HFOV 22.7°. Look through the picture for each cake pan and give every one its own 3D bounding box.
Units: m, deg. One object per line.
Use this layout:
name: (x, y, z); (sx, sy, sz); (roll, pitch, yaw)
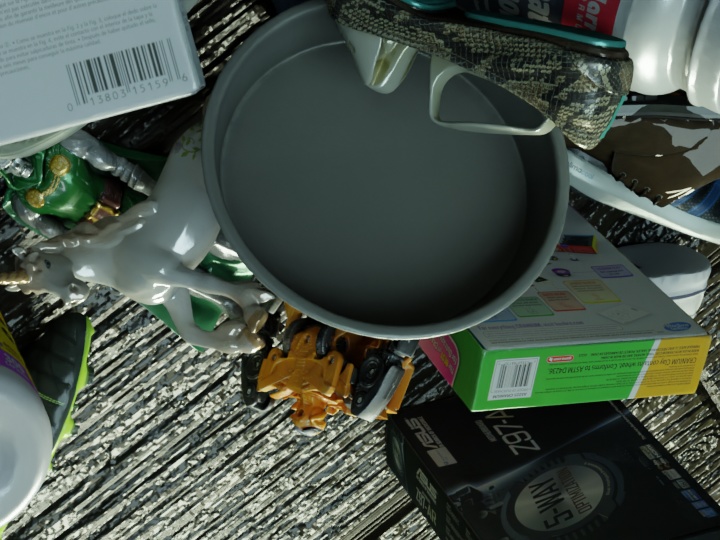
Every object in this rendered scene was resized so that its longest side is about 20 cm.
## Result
cake pan: (0.012, -0.053, 0.961); (0.199, 0.201, 0.037); (-15, 163, -17)

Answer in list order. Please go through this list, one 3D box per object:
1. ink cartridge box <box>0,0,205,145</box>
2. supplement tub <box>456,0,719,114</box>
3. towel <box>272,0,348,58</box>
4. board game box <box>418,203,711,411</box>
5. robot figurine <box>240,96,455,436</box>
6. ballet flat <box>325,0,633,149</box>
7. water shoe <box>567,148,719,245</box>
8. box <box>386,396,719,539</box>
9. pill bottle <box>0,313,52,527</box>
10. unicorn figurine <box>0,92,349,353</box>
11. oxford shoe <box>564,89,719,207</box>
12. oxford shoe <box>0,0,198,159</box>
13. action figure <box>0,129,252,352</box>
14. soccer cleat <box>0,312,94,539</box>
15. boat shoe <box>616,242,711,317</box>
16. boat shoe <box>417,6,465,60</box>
ink cartridge box: (-0.198, -0.152, 0.925); (0.199, 0.044, 0.175); (-14, 99, 2)
supplement tub: (0.133, -0.180, 0.957); (0.140, 0.199, 0.141); (-47, 155, -31)
towel: (-0.021, -0.218, 0.988); (0.112, 0.048, 0.201); (-38, 131, -23)
board game box: (0.094, 0.011, 1.089); (0.152, 0.200, 0.041); (-2, 119, -24)
robot figurine: (0.000, 0.000, 1.030); (0.058, 0.145, 0.201); (25, 74, -40)
ballet flat: (0.043, -0.114, 0.926); (0.068, 0.199, 0.076); (-15, 127, -61)
water shoe: (0.206, -0.072, 1.175); (0.199, 0.072, 0.079); (14, 109, -31)
box: (0.126, 0.146, 1.181); (0.159, 0.200, 0.044); (-11, 121, -19)
pill bottle: (-0.235, 0.050, 0.955); (0.104, 0.200, 0.105); (-12, 122, -19)
unicorn figurine: (-0.100, -0.019, 0.991); (0.200, 0.137, 0.074); (-55, 168, -26)
oxford shoe: (0.167, -0.076, 1.091); (0.199, 0.073, 0.085); (2, 111, -1)
oxford shoe: (-0.138, -0.138, 0.983); (0.075, 0.058, 0.200); (43, 96, 3)
action figure: (-0.135, -0.028, 1.053); (0.199, 0.055, 0.118); (29, 105, -30)
soccer cleat: (-0.226, 0.106, 1.079); (0.081, 0.068, 0.201); (26, 105, -21)
boat shoe: (0.145, 0.028, 1.208); (0.199, 0.071, 0.070); (-7, 118, -29)
boat shoe: (0.101, -0.156, 1.072); (0.199, 0.075, 0.069); (-19, 140, -28)
